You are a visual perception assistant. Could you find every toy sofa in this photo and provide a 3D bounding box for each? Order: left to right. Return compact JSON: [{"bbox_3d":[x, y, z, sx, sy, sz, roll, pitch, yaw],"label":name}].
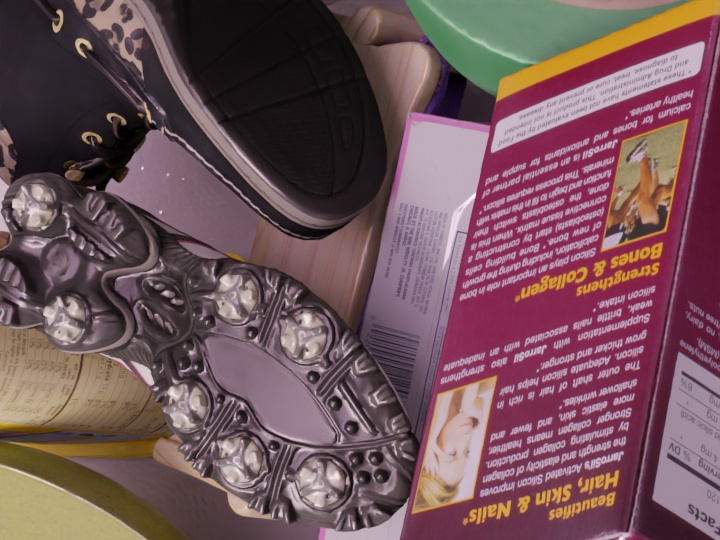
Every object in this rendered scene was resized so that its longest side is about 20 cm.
[{"bbox_3d":[0.000,0.000,1.148,0.097,0.083,0.201,17,94,45],"label":"toy sofa"}]

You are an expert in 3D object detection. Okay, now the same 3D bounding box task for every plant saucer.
[{"bbox_3d":[-0.123,0.134,1.199,0.199,0.200,0.031,-3,41,37],"label":"plant saucer"}]

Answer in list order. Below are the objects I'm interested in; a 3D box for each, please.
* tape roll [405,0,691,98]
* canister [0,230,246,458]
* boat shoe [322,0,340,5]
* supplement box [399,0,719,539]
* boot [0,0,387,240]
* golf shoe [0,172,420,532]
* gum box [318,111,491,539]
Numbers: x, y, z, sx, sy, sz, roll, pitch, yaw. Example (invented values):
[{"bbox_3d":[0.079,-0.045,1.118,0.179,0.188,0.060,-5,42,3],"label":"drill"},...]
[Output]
[{"bbox_3d":[0.102,-0.151,1.066,0.199,0.048,0.201,-5,66,11],"label":"tape roll"},{"bbox_3d":[-0.151,0.029,1.197,0.148,0.200,0.087,-5,82,37],"label":"canister"},{"bbox_3d":[-0.073,-0.169,1.145,0.199,0.093,0.075,21,61,38],"label":"boat shoe"},{"bbox_3d":[0.092,0.024,0.950,0.110,0.085,0.201,-20,48,46],"label":"supplement box"},{"bbox_3d":[-0.079,-0.064,1.129,0.204,0.073,0.154,50,143,17],"label":"boot"},{"bbox_3d":[-0.047,0.026,1.072,0.200,0.088,0.077,34,100,27],"label":"golf shoe"},{"bbox_3d":[0.057,0.040,1.089,0.066,0.113,0.201,14,92,39],"label":"gum box"}]
